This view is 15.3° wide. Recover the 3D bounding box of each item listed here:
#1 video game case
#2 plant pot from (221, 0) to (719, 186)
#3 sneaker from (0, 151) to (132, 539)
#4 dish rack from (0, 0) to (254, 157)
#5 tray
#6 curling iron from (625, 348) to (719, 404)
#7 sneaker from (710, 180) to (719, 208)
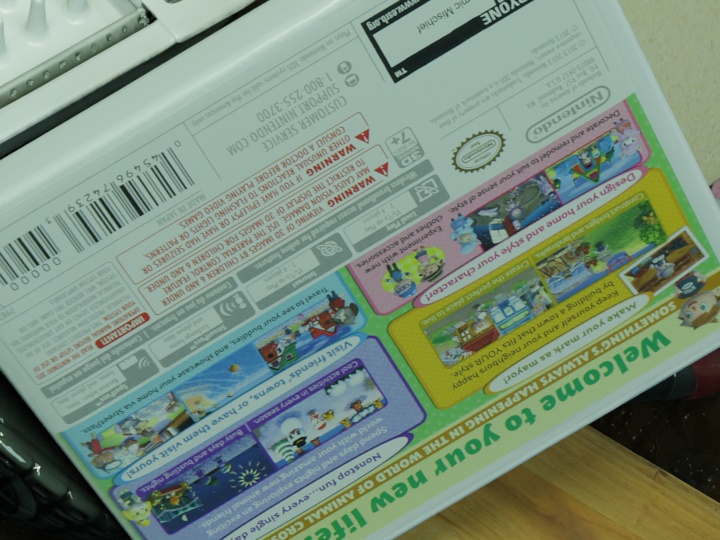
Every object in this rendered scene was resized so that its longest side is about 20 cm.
[{"bbox_3d":[0.000,0.000,0.766,0.200,0.022,0.182,-31,129,2],"label":"video game case"},{"bbox_3d":[0.058,-0.121,0.856,0.200,0.200,0.177,-34,118,-27],"label":"plant pot"},{"bbox_3d":[-0.118,0.008,0.809,0.200,0.076,0.091,46,63,-24],"label":"sneaker"},{"bbox_3d":[-0.142,-0.091,0.771,0.200,0.044,0.172,-32,67,-26],"label":"dish rack"},{"bbox_3d":[0.069,0.103,0.885,0.200,0.037,0.099,31,54,-6],"label":"tray"},{"bbox_3d":[0.119,0.028,0.975,0.200,0.026,0.050,-9,131,-26],"label":"curling iron"},{"bbox_3d":[0.132,-0.050,0.955,0.200,0.075,0.105,-33,109,-38],"label":"sneaker"}]
